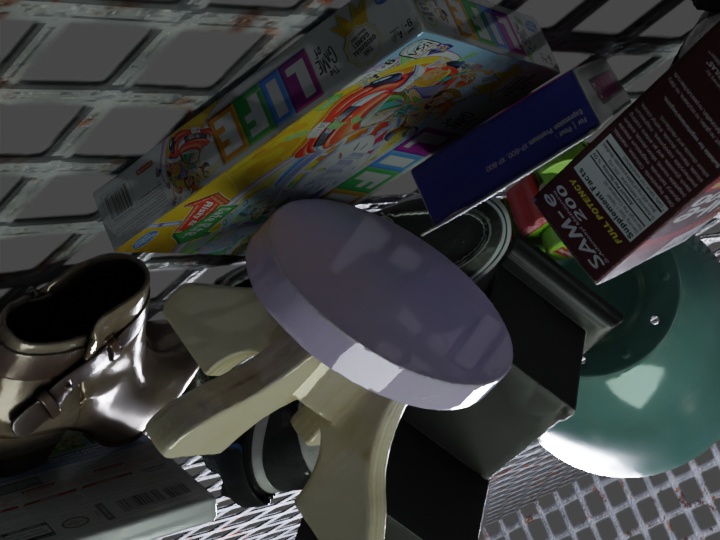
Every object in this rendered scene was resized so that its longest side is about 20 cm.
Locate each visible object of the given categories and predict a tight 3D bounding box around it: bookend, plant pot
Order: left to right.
[{"bbox_3d":[0.058,0.114,0.907,0.200,0.092,0.199,-46,-166,32],"label":"bookend"},{"bbox_3d":[0.186,0.040,1.080,0.200,0.201,0.161,-25,156,9],"label":"plant pot"}]

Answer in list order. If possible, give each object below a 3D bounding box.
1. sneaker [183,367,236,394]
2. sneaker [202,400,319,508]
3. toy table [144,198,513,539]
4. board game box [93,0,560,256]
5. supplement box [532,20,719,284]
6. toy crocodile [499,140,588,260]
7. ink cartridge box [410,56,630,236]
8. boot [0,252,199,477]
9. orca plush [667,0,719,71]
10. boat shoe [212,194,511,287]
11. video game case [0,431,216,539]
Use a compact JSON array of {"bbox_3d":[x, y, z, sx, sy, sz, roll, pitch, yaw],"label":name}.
[{"bbox_3d":[-0.091,0.092,1.054,0.088,0.077,0.200,-9,173,4],"label":"sneaker"},{"bbox_3d":[-0.054,0.072,0.960,0.111,0.073,0.200,-18,-153,19],"label":"sneaker"},{"bbox_3d":[-0.016,0.050,0.754,0.117,0.184,0.200,-46,145,19],"label":"toy table"},{"bbox_3d":[-0.016,-0.068,0.719,0.200,0.034,0.134,-32,162,30],"label":"board game box"},{"bbox_3d":[0.191,-0.082,0.731,0.109,0.061,0.200,-21,161,-49],"label":"supplement box"},{"bbox_3d":[0.103,-0.025,0.971,0.062,0.068,0.200,-5,156,-29],"label":"toy crocodile"},{"bbox_3d":[0.084,-0.067,0.745,0.094,0.037,0.200,-31,-177,18],"label":"ink cartridge box"},{"bbox_3d":[-0.149,0.043,0.854,0.200,0.070,0.146,-35,161,-42],"label":"boot"},{"bbox_3d":[0.224,-0.119,0.816,0.071,0.105,0.200,-63,174,-51],"label":"orca plush"},{"bbox_3d":[-0.001,-0.003,0.888,0.198,0.074,0.068,-13,179,-1],"label":"boat shoe"},{"bbox_3d":[-0.196,0.122,0.887,0.143,0.018,0.200,-13,-155,-31],"label":"video game case"}]
